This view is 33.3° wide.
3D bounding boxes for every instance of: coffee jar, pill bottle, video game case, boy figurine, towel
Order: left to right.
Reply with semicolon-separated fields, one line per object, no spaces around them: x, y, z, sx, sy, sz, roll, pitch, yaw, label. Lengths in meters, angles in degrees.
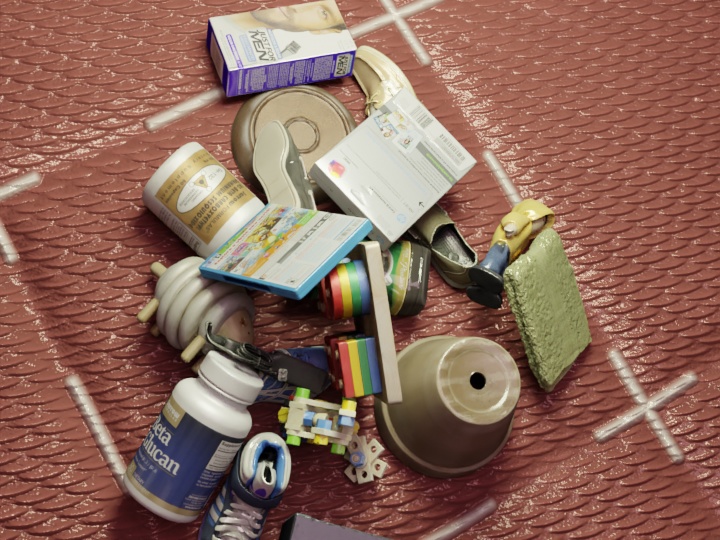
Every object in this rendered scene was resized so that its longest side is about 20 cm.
-0.207;0.207;1.527;0.111;0.111;0.201;31;96;-2;pill bottle
-0.195;-0.072;1.664;0.200;0.114;0.114;42;67;2;pill bottle
-0.097;-0.028;1.524;0.143;0.199;0.018;-45;126;-28;video game case
0.000;0.000;1.703;0.198;0.085;0.105;11;67;-9;coffee jar
0.220;-0.030;1.757;0.064;0.125;0.200;23;47;21;boy figurine
0.267;0.057;1.720;0.148;0.036;0.201;-41;118;-43;towel

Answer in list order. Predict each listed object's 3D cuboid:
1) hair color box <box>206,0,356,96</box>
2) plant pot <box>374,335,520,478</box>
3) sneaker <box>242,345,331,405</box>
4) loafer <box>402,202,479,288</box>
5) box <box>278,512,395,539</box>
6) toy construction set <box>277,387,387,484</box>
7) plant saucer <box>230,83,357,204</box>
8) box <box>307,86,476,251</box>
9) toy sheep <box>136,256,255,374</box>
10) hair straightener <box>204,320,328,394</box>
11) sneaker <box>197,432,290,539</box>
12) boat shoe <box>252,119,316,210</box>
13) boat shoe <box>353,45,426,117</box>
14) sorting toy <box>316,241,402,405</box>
-0.117;-0.331;1.786;0.199;0.065;0.110;-12;59;-19;hair color box
0.133;0.168;1.633;0.198;0.174;0.202;4;70;-11;plant pot
-0.115;0.144;1.631;0.199;0.077;0.076;-14;74;-19;sneaker
0.107;-0.066;1.760;0.200;0.070;0.075;46;68;4;loafer
-0.022;0.435;1.534;0.195;0.117;0.201;17;70;-8;box
-0.035;0.210;1.585;0.130;0.200;0.093;6;65;24;toy construction set
-0.090;-0.194;1.777;0.199;0.032;0.202;5;71;-14;plant saucer
0.048;-0.146;1.708;0.156;0.041;0.200;45;60;2;box
-0.218;0.051;1.612;0.200;0.138;0.138;38;66;22;toy sheep
-0.117;0.112;1.540;0.199;0.077;0.041;32;82;-34;hair straightener
-0.148;0.301;1.532;0.080;0.147;0.201;23;68;-5;sneaker
-0.105;-0.126;1.691;0.057;0.067;0.201;38;28;-44;boat shoe
0.043;-0.246;1.803;0.069;0.074;0.200;-36;84;-28;boat shoe
-0.011;0.067;1.552;0.069;0.200;0.200;-9;92;-8;sorting toy
